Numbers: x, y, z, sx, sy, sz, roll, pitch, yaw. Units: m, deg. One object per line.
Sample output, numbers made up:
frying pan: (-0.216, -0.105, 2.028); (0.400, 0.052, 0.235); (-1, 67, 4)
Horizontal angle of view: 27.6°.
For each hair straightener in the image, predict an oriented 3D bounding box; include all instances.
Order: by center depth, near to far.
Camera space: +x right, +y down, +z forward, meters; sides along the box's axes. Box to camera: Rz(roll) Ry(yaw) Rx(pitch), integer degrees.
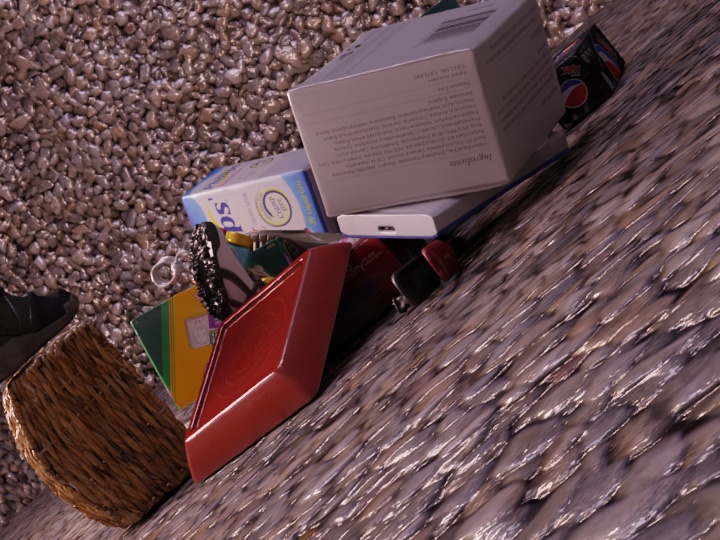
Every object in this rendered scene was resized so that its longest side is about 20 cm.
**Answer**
hair straightener: (0.053, -0.001, 1.314); (0.077, 0.041, 0.200); (-40, 4, 14)

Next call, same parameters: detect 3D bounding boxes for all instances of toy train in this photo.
toy train: (-0.151, 0.046, 1.645); (0.149, 0.201, 0.056); (-34, -11, 2)

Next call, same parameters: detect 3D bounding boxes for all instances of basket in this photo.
basket: (-0.284, 0.172, 1.546); (0.143, 0.200, 0.149); (-43, 7, -19)

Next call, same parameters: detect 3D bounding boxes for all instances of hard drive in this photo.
hard drive: (0.090, -0.083, 1.409); (0.199, 0.026, 0.131); (-32, 22, -37)

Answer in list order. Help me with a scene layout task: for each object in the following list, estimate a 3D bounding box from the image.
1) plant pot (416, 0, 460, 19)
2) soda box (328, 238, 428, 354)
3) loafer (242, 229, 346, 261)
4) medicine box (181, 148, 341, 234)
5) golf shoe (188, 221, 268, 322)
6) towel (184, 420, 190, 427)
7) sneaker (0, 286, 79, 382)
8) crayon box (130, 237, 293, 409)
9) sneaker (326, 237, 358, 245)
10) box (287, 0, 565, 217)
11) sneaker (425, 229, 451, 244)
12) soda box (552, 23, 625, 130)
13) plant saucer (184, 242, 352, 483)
plant pot: (0.094, -0.174, 1.629); (0.141, 0.201, 0.141); (-36, 5, -2)
soda box: (-0.015, 0.026, 1.476); (0.200, 0.070, 0.063); (-39, 4, 36)
loafer: (-0.069, -0.011, 1.769); (0.197, 0.077, 0.068); (4, 8, 6)
medicine box: (-0.104, -0.050, 1.923); (0.198, 0.184, 0.103); (-10, 20, 29)
golf shoe: (-0.119, 0.031, 1.577); (0.094, 0.202, 0.078); (-26, 21, -20)
towel: (-0.154, 0.156, 1.779); (0.152, 0.023, 0.200); (-41, 2, -11)
sneaker: (-0.371, 0.041, 1.536); (0.076, 0.115, 0.199); (-35, 6, 28)
crayon box: (-0.152, 0.061, 1.714); (0.199, 0.120, 0.058); (-29, 2, 4)
sneaker: (0.000, 0.000, 1.626); (0.088, 0.082, 0.200); (-39, 12, 7)
box: (0.068, -0.159, 1.398); (0.198, 0.132, 0.199); (-9, 20, 28)
sneaker: (0.056, -0.048, 1.573); (0.071, 0.073, 0.200); (-43, 3, 17)
soda box: (0.252, -0.224, 1.681); (0.071, 0.063, 0.200); (-38, 5, 23)
plant saucer: (-0.095, 0.079, 1.404); (0.199, 0.037, 0.201); (-38, 26, 38)
